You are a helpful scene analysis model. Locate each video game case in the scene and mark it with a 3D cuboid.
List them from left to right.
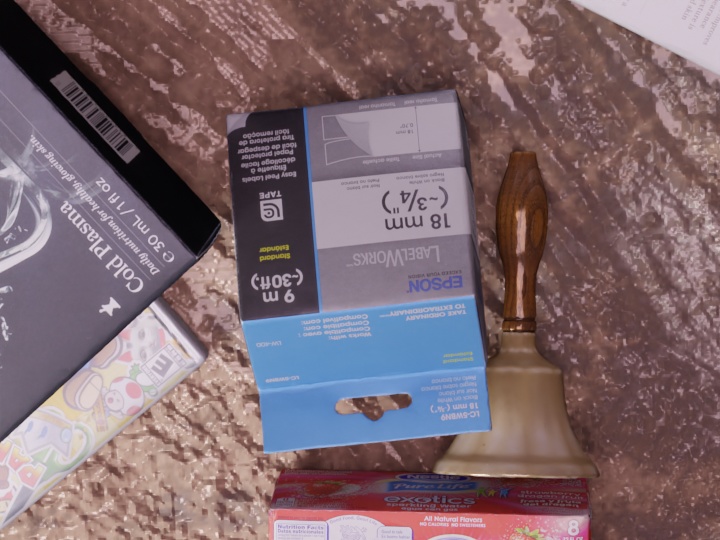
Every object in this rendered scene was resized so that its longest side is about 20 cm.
[{"bbox_3d":[-0.228,0.036,1.777,0.182,0.023,0.200,-39,96,9],"label":"video game case"}]

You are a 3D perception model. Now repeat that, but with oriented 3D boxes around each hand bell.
[{"bbox_3d":[0.097,0.027,1.741,0.104,0.104,0.200,1,88,3],"label":"hand bell"}]

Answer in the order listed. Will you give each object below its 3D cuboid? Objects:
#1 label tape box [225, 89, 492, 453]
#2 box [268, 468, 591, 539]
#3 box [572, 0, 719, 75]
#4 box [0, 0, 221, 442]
[{"bbox_3d":[0.000,0.000,1.698,0.144,0.063,0.200,-6,73,4],"label":"label tape box"},{"bbox_3d":[0.044,0.183,1.754,0.200,0.095,0.100,1,102,3],"label":"box"},{"bbox_3d":[0.189,-0.188,1.650,0.200,0.152,0.106,26,100,-3],"label":"box"},{"bbox_3d":[-0.225,-0.024,1.696,0.197,0.124,0.200,-42,95,11],"label":"box"}]
